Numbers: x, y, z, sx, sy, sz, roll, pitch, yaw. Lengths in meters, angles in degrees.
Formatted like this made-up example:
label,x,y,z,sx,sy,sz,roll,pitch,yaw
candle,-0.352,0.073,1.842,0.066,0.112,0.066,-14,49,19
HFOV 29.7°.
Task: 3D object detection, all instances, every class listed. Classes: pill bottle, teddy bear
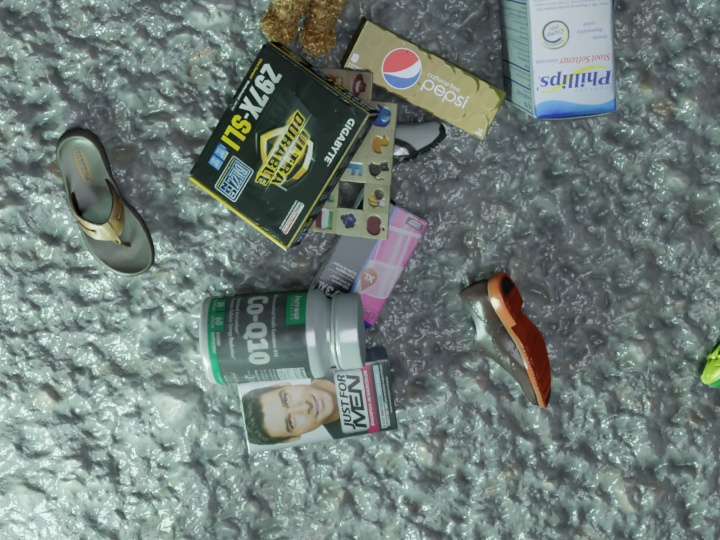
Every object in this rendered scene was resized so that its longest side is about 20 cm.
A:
label,x,y,z,sx,sy,sz,roll,pitch,yaw
pill bottle,-0.096,0.082,1.712,0.198,0.113,0.114,-5,104,5
teddy bear,-0.052,-0.359,1.649,0.144,0.067,0.201,33,99,-14

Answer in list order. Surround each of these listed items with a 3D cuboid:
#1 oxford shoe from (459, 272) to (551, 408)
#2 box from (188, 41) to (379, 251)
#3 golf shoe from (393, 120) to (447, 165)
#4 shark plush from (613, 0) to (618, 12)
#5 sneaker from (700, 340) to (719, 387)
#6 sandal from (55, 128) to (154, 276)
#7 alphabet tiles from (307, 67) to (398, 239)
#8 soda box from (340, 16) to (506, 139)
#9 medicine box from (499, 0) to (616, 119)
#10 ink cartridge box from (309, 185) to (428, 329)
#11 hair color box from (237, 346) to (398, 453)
label,x,y,z,sx,sy,sz,roll,pitch,yaw
oxford shoe,0.195,0.096,1.791,0.072,0.071,0.201,-16,110,28
box,-0.095,-0.153,1.652,0.159,0.049,0.201,37,108,10
golf shoe,0.008,-0.173,1.694,0.198,0.078,0.095,-13,104,-3
shark plush,0.344,-0.399,1.679,0.083,0.091,0.202,4,100,-37
sneaker,0.548,0.104,1.810,0.199,0.074,0.084,-32,100,3
sandal,-0.323,-0.081,1.696,0.081,0.055,0.201,-19,104,0
alphabet tiles,-0.039,-0.146,1.664,0.166,0.008,0.202,7,101,17
soda box,0.078,-0.240,1.691,0.199,0.064,0.068,26,100,-11
medicine box,0.233,-0.294,1.631,0.102,0.182,0.202,-6,104,-3
ink cartridge box,0.000,0.000,1.757,0.094,0.037,0.201,27,102,-10
hair color box,-0.057,0.169,1.777,0.198,0.061,0.100,-9,104,-2
